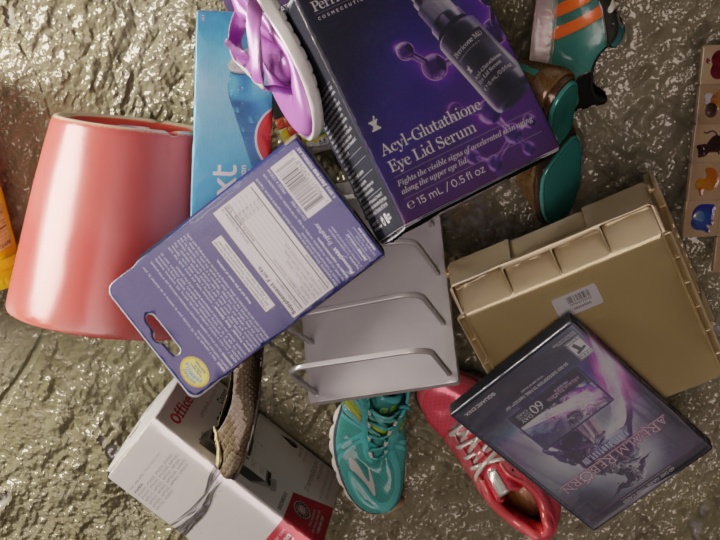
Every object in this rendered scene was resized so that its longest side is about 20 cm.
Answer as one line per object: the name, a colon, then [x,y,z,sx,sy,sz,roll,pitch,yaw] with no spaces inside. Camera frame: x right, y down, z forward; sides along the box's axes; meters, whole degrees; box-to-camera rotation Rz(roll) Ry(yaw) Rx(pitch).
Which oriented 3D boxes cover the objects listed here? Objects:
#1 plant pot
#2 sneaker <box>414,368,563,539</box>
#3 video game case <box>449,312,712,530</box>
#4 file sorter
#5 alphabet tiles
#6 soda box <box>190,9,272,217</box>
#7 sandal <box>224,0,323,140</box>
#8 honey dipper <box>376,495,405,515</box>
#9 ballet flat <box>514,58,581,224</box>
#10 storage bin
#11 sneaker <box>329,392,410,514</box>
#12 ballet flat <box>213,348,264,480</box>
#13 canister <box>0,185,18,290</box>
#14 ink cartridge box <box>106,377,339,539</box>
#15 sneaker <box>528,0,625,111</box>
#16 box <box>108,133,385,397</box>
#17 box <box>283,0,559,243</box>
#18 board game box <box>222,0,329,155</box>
plant pot: [-0.214,-0.045,1.227,0.198,0.200,0.180,8,99,5]
sneaker: [0.129,0.175,1.298,0.074,0.087,0.200,-39,99,17]
video game case: [0.197,0.139,1.215,0.200,0.019,0.143,40,115,-22]
file sorter: [0.000,0.000,1.192,0.137,0.125,0.203,-9,74,11]
alphabet tiles: [0.362,-0.096,1.188,0.165,0.008,0.203,-3,109,-14]
soda box: [-0.108,-0.114,1.154,0.067,0.064,0.203,2,91,-6]
sandal: [-0.088,-0.189,1.085,0.049,0.083,0.205,-22,80,-16]
honey dipper: [-0.004,0.141,1.336,0.038,0.038,0.202,-16,101,13]
ballet flat: [0.150,-0.116,1.182,0.072,0.201,0.068,35,74,25]
storage bin: [0.199,0.034,1.211,0.198,0.094,0.200,-22,120,15]
sneaker: [0.013,0.133,1.280,0.076,0.080,0.203,-1,97,-12]
ballet flat: [-0.109,0.086,1.205,0.046,0.067,0.203,8,101,-15]
canister: [-0.411,-0.077,1.292,0.146,0.087,0.203,-8,106,10]
ink cartridge box: [-0.126,0.197,1.310,0.199,0.147,0.083,38,109,-7]
sneaker: [0.190,-0.235,1.167,0.079,0.072,0.202,7,117,5]
box: [-0.094,-0.002,1.107,0.199,0.032,0.122,-37,100,5]
box: [0.042,-0.146,1.090,0.147,0.104,0.202,-27,90,-12]
board game box: [-0.001,-0.210,1.206,0.198,0.057,0.167,-21,105,14]
